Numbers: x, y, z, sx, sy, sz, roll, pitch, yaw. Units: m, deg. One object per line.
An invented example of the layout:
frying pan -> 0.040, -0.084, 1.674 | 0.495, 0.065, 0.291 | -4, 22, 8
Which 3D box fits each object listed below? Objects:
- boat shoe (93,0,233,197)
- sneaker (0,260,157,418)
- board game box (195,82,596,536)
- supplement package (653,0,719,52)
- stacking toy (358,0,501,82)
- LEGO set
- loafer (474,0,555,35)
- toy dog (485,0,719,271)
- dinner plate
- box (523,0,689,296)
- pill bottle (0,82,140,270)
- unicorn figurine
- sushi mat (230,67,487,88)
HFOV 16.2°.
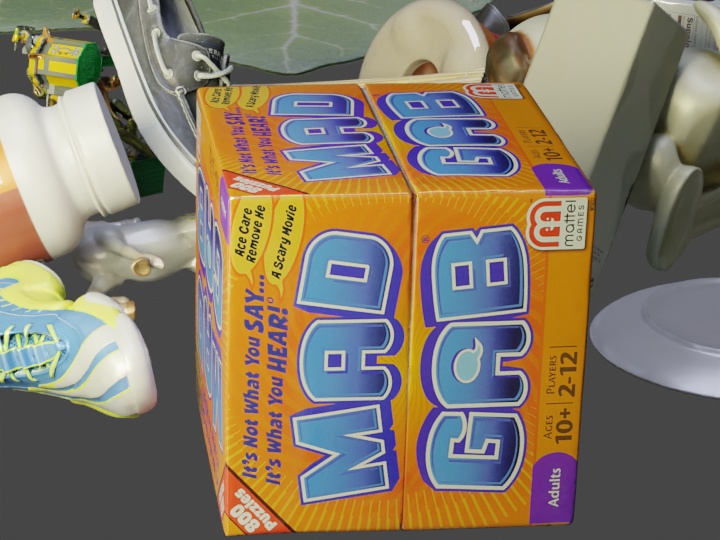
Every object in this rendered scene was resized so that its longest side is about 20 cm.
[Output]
boat shoe -> -0.121, -0.136, 1.764 | 0.072, 0.068, 0.200 | 23, 36, -50
sneaker -> -0.202, 0.056, 1.534 | 0.105, 0.076, 0.200 | -23, 23, -24
board game box -> 0.012, 0.016, 1.455 | 0.199, 0.201, 0.200 | -1, 21, -9
supplement package -> 0.276, -0.158, 1.987 | 0.111, 0.156, 0.200 | 12, 23, 24
stacking toy -> 0.108, -0.127, 1.987 | 0.200, 0.147, 0.146 | 9, 12, -41
LEGO set -> -0.222, -0.117, 1.854 | 0.116, 0.154, 0.200 | 10, 19, 20
loafer -> 0.107, -0.197, 2.189 | 0.199, 0.073, 0.073 | -11, 25, -28
toy dog -> 0.180, -0.115, 1.834 | 0.200, 0.194, 0.139 | 27, 40, 32
dinner plate -> 0.251, 0.039, 1.665 | 0.199, 0.024, 0.200 | 1, 22, -1
box -> 0.149, -0.090, 1.740 | 0.082, 0.200, 0.068 | 19, -5, 35
pill bottle -> -0.249, -0.047, 1.638 | 0.199, 0.112, 0.112 | -22, 23, -1
unicorn figurine -> -0.152, -0.017, 1.726 | 0.199, 0.074, 0.137 | 10, 15, -27
sushi mat -> -0.011, -0.121, 1.852 | 0.199, 0.012, 0.096 | -3, 28, 11
